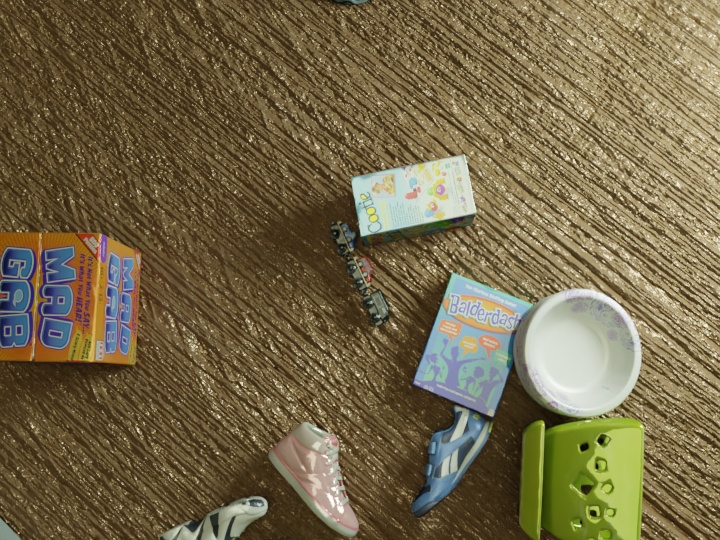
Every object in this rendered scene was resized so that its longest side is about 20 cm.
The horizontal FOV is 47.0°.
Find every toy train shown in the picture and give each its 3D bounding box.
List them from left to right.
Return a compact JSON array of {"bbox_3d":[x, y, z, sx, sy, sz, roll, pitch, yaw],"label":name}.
[{"bbox_3d":[0.000,0.000,1.446,0.045,0.034,0.203,-25,82,-4],"label":"toy train"}]

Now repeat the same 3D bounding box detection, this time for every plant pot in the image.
[{"bbox_3d":[0.339,0.330,1.302,0.177,0.199,0.205,2,83,11],"label":"plant pot"}]

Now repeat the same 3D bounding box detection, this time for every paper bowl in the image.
[{"bbox_3d":[0.349,0.137,1.361,0.195,0.104,0.206,1,82,-6],"label":"paper bowl"}]

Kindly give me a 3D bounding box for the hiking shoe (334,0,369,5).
[{"bbox_3d":[-0.045,-0.531,1.495,0.195,0.087,0.076,1,82,4],"label":"hiking shoe"}]

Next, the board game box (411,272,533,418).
[{"bbox_3d":[0.190,0.127,1.411,0.149,0.045,0.204,20,83,6],"label":"board game box"}]

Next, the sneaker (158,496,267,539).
[{"bbox_3d":[-0.229,0.466,1.375,0.195,0.080,0.132,-22,83,1],"label":"sneaker"}]

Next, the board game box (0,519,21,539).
[{"bbox_3d":[-0.661,0.526,1.375,0.103,0.105,0.201,39,85,8],"label":"board game box"}]

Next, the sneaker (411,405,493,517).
[{"bbox_3d":[0.138,0.316,1.377,0.082,0.074,0.201,35,78,9],"label":"sneaker"}]

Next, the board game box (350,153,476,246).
[{"bbox_3d":[0.090,-0.117,1.421,0.195,0.103,0.108,-11,82,2],"label":"board game box"}]

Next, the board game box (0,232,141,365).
[{"bbox_3d":[-0.498,0.054,1.388,0.195,0.200,0.205,0,82,4],"label":"board game box"}]

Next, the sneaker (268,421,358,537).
[{"bbox_3d":[-0.055,0.341,1.381,0.105,0.075,0.200,-46,78,2],"label":"sneaker"}]
